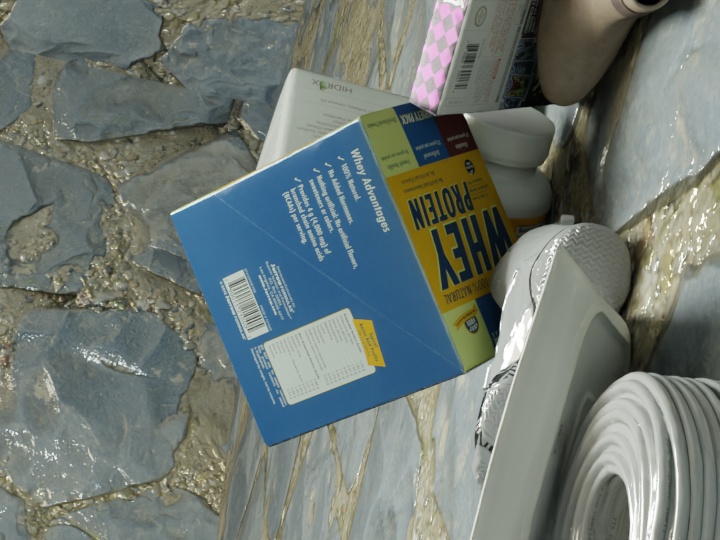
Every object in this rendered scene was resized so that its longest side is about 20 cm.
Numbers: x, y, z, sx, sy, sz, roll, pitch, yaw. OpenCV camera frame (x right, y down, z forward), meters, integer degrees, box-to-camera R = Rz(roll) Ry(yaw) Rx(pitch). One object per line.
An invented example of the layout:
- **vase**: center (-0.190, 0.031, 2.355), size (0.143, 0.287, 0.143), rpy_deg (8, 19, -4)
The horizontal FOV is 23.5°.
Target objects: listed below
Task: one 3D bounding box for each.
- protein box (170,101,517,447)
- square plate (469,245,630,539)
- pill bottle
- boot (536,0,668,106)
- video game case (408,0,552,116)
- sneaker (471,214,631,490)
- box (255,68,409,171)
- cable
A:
- **protein box**: center (0.000, 0.000, 1.311), size (0.200, 0.135, 0.199), rpy_deg (-24, 89, 36)
- **square plate**: center (0.119, 0.103, 1.031), size (0.198, 0.028, 0.200), rpy_deg (38, -113, -68)
- **pill bottle**: center (0.089, -0.035, 1.395), size (0.113, 0.113, 0.200), rpy_deg (-97, 21, -64)
- **boot**: center (0.179, -0.197, 1.191), size (0.146, 0.070, 0.200), rpy_deg (-110, 34, -72)
- **video game case**: center (0.127, -0.216, 1.277), size (0.036, 0.181, 0.200), rpy_deg (31, 117, 34)
- **sneaker**: center (0.124, 0.055, 1.198), size (0.115, 0.075, 0.200), rpy_deg (-114, 42, -76)
- **box**: center (-0.008, -0.061, 1.757), size (0.199, 0.200, 0.171), rpy_deg (114, 167, -49)
- **cable**: center (0.150, 0.152, 0.911), size (0.200, 0.069, 0.200), rpy_deg (172, 109, -81)
